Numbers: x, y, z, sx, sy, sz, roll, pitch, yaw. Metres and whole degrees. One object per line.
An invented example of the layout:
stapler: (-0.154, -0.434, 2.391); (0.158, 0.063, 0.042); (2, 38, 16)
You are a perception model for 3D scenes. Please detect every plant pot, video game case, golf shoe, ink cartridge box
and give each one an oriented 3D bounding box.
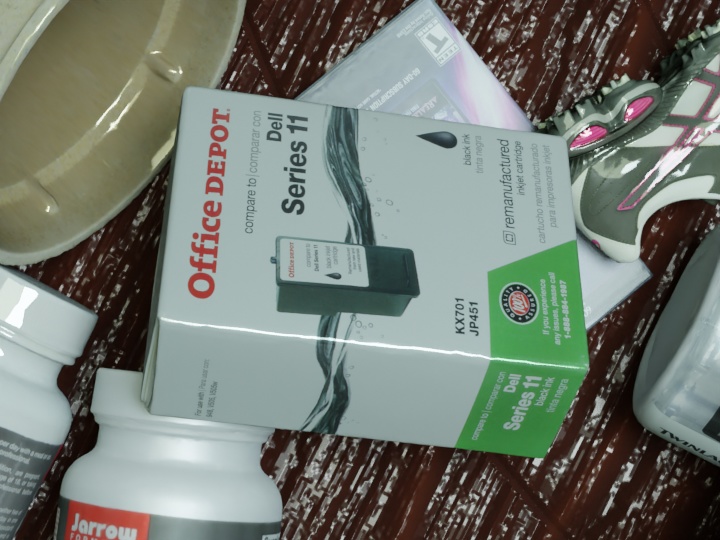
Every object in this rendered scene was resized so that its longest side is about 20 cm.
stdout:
plant pot: (-0.189, -0.138, 0.739); (0.183, 0.200, 0.201); (37, 86, 15)
video game case: (0.044, -0.030, 0.800); (0.142, 0.019, 0.201); (-38, 85, -3)
golf shoe: (0.189, -0.085, 0.777); (0.199, 0.077, 0.089); (-31, 91, -1)
ink cartridge box: (0.000, 0.000, 0.705); (0.197, 0.083, 0.148); (6, 53, -8)

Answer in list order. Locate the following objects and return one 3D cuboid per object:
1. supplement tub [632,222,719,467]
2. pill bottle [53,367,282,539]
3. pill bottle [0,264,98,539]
supplement tub: (0.250, 0.066, 0.738); (0.198, 0.123, 0.123); (27, 86, 3)
pill bottle: (-0.100, 0.155, 0.737); (0.114, 0.116, 0.203); (6, 85, 1)
pill bottle: (-0.217, 0.094, 0.745); (0.110, 0.111, 0.202); (27, 86, 3)
